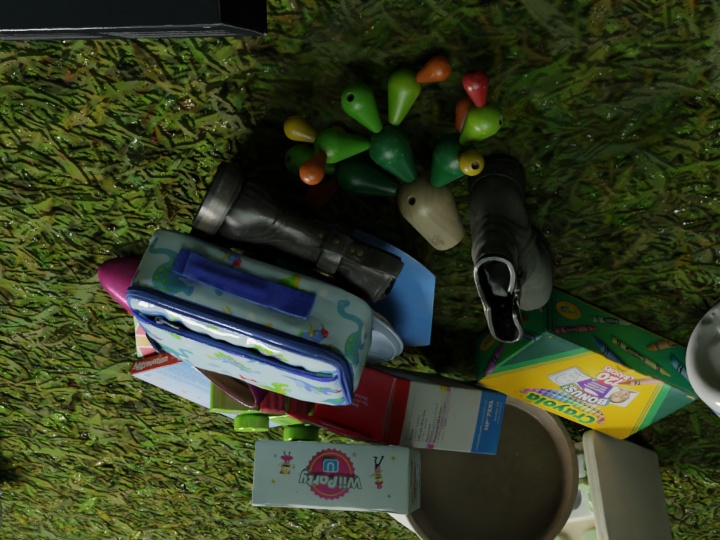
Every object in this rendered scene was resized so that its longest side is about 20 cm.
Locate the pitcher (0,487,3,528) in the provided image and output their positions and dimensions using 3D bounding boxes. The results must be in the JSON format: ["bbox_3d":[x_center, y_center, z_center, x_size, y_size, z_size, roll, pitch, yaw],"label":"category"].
[{"bbox_3d":[-0.536,0.286,1.467,0.170,0.122,0.201,-17,130,5],"label":"pitcher"}]

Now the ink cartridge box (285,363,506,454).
[{"bbox_3d":[0.037,0.136,1.125,0.199,0.068,0.116,13,178,-39],"label":"ink cartridge box"}]

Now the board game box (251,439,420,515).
[{"bbox_3d":[-0.017,0.204,1.103,0.146,0.065,0.200,2,172,6],"label":"board game box"}]

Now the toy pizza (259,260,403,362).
[{"bbox_3d":[-0.051,0.035,1.050,0.199,0.032,0.200,18,162,6],"label":"toy pizza"}]

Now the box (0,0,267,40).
[{"bbox_3d":[-0.171,-0.190,0.719,0.198,0.141,0.080,0,102,7],"label":"box"}]

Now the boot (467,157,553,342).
[{"bbox_3d":[0.126,0.010,0.968,0.067,0.131,0.200,-6,143,17],"label":"boot"}]

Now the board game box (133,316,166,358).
[{"bbox_3d":[-0.139,0.071,1.181,0.198,0.030,0.096,5,144,-4],"label":"board game box"}]

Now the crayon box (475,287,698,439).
[{"bbox_3d":[0.231,0.098,1.137,0.199,0.059,0.119,23,141,-22],"label":"crayon box"}]

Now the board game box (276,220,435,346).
[{"bbox_3d":[0.000,0.000,1.046,0.157,0.039,0.200,18,151,12],"label":"board game box"}]

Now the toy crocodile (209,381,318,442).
[{"bbox_3d":[-0.082,0.143,1.189,0.061,0.068,0.199,-13,156,39],"label":"toy crocodile"}]

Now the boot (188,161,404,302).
[{"bbox_3d":[-0.054,-0.018,0.928,0.173,0.070,0.200,26,173,-8],"label":"boot"}]

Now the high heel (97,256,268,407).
[{"bbox_3d":[-0.173,0.061,1.086,0.199,0.096,0.067,36,114,-17],"label":"high heel"}]

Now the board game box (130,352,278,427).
[{"bbox_3d":[-0.147,0.134,1.243,0.102,0.020,0.200,-14,147,38],"label":"board game box"}]

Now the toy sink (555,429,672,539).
[{"bbox_3d":[0.262,0.267,1.262,0.111,0.131,0.200,-18,156,30],"label":"toy sink"}]

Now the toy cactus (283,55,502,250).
[{"bbox_3d":[0.036,-0.078,0.879,0.199,0.103,0.165,-18,128,26],"label":"toy cactus"}]

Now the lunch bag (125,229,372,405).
[{"bbox_3d":[-0.091,0.042,0.930,0.199,0.083,0.161,18,160,6],"label":"lunch bag"}]

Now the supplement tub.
[{"bbox_3d":[0.415,0.117,1.075,0.131,0.133,0.200,-22,135,33],"label":"supplement tub"}]

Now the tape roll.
[{"bbox_3d":[0.111,0.278,1.325,0.201,0.071,0.203,27,159,11],"label":"tape roll"}]

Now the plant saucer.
[{"bbox_3d":[0.138,0.222,1.209,0.198,0.202,0.029,-5,158,14],"label":"plant saucer"}]
